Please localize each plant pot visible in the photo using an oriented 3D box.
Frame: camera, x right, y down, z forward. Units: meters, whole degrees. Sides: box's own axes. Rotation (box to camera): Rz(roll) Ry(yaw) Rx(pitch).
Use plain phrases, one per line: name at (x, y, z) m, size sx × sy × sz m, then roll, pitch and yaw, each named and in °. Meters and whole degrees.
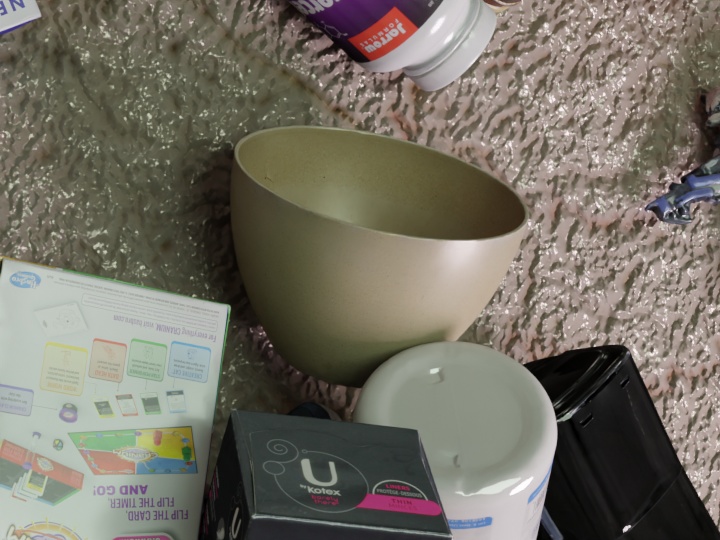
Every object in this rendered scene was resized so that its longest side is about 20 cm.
plant pot at (0.000, 0.000, 1.338) m, size 0.200 × 0.200 × 0.135 m, roll -1°, pitch 115°, yaw -35°

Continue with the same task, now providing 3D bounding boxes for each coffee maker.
coffee maker at (0.187, 0.159, 1.428) m, size 0.200 × 0.192 × 0.135 m, roll 61°, pitch 29°, yaw -15°

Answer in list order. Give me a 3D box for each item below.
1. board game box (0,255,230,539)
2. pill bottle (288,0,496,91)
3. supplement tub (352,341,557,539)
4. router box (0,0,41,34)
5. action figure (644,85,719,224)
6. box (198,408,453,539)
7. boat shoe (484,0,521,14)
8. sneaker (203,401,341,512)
board game box at (-0.164, 0.104, 1.168) m, size 0.153 × 0.040 × 0.200 m, roll 14°, pitch 77°, yaw -28°
pill bottle at (0.001, -0.217, 1.393) m, size 0.200 × 0.112 × 0.113 m, roll 40°, pitch 64°, yaw -24°
supplement tub at (0.055, 0.153, 1.314) m, size 0.132 × 0.200 × 0.132 m, roll 2°, pitch 49°, yaw -3°
router box at (-0.318, -0.204, 1.209) m, size 0.200 × 0.049 × 0.180 m, roll -27°, pitch 100°, yaw -34°
action figure at (0.322, -0.062, 1.629) m, size 0.200 × 0.105 × 0.194 m, roll -22°, pitch 90°, yaw -9°
box at (-0.035, 0.197, 1.177) m, size 0.122 × 0.106 × 0.200 m, roll 7°, pitch 120°, yaw -15°
boat shoe at (0.123, -0.294, 1.513) m, size 0.072 × 0.068 × 0.200 m, roll 17°, pitch 74°, yaw -32°
sneaker at (-0.092, 0.150, 1.288) m, size 0.146 × 0.077 × 0.203 m, roll 45°, pitch 61°, yaw -40°
